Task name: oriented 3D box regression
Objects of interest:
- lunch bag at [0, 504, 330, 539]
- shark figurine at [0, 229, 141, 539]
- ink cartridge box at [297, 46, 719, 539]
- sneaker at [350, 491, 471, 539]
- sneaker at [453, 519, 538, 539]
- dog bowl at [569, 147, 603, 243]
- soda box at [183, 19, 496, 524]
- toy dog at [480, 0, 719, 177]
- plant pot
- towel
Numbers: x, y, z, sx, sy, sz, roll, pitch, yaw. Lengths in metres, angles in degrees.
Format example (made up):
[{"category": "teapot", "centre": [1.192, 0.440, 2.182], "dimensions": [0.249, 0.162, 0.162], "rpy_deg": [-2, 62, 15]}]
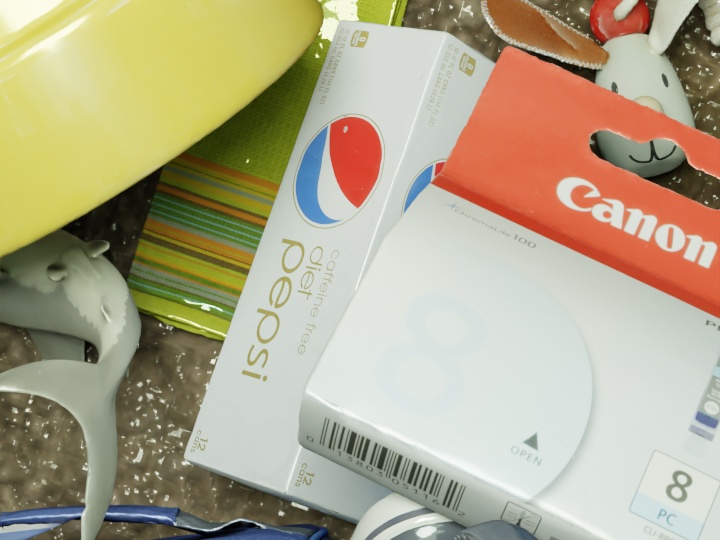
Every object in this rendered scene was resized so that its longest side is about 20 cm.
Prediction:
[{"category": "lunch bag", "centre": [-0.102, 0.162, 0.849], "dimensions": [0.198, 0.136, 0.134], "rpy_deg": [-5, 84, 3]}, {"category": "shark figurine", "centre": [-0.128, 0.029, 0.884], "dimensions": [0.127, 0.214, 0.090], "rpy_deg": [-24, 125, -28]}, {"category": "ink cartridge box", "centre": [0.089, 0.010, 0.772], "dimensions": [0.159, 0.047, 0.201], "rpy_deg": [24, 62, 7]}, {"category": "sneaker", "centre": [0.036, 0.167, 0.809], "dimensions": [0.078, 0.201, 0.080], "rpy_deg": [-9, 47, -4]}, {"category": "sneaker", "centre": [0.087, 0.159, 0.754], "dimensions": [0.081, 0.070, 0.201], "rpy_deg": [-23, 124, -10]}, {"category": "dog bowl", "centre": [0.064, 0.044, 0.868], "dimensions": [0.049, 0.111, 0.202], "rpy_deg": [23, 81, -22]}, {"category": "soda box", "centre": [0.000, 0.000, 0.881], "dimensions": [0.068, 0.063, 0.202], "rpy_deg": [12, 81, 45]}, {"category": "toy dog", "centre": [0.103, -0.149, 0.890], "dimensions": [0.131, 0.096, 0.201], "rpy_deg": [-36, 83, 5]}, {"category": "plant pot", "centre": [-0.143, -0.129, 0.822], "dimensions": [0.200, 0.201, 0.190], "rpy_deg": [-31, 106, -1]}, {"category": "towel", "centre": [-0.038, -0.067, 0.929], "dimensions": [0.085, 0.018, 0.202], "rpy_deg": [16, 85, 3]}]
